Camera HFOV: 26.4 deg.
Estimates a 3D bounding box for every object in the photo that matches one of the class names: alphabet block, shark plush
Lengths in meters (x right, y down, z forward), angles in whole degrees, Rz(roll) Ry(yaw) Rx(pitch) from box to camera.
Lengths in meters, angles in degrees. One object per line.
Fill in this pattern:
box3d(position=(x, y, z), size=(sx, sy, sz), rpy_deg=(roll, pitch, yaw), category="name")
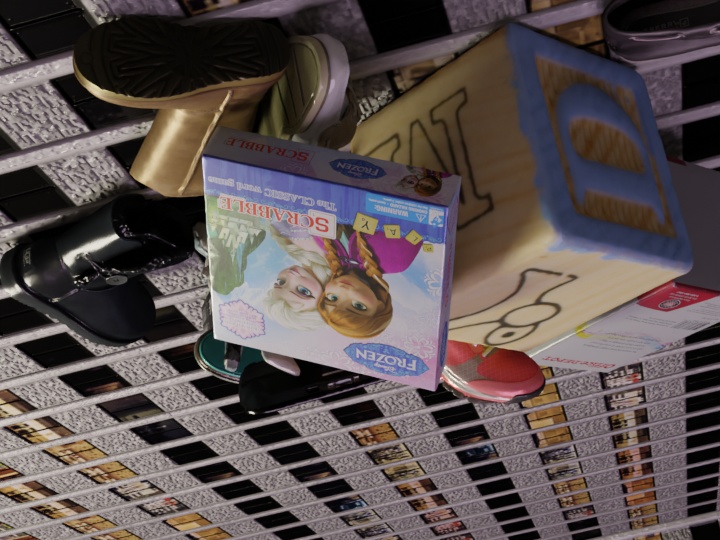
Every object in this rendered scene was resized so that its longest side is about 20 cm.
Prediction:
box3d(position=(0.135, -0.062, 1.313), size=(0.194, 0.199, 0.199), rpy_deg=(13, 149, -42), category="alphabet block")
box3d(position=(-0.098, 0.013, 1.419), size=(0.090, 0.201, 0.084), rpy_deg=(-24, 125, 6), category="shark plush")

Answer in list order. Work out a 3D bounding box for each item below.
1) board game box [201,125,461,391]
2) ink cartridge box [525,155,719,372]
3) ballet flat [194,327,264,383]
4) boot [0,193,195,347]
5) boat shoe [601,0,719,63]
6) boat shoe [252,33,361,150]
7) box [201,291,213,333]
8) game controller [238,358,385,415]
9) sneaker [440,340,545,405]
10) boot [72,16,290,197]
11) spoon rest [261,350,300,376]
box3d(position=(-0.024, -0.006, 1.220), size=(0.198, 0.041, 0.201), rpy_deg=(12, 134, 13), category="board game box")
box3d(position=(0.255, -0.003, 1.506), size=(0.144, 0.146, 0.199), rpy_deg=(9, 150, -42), category="ink cartridge box")
box3d(position=(-0.080, 0.088, 1.612), size=(0.198, 0.068, 0.064), rpy_deg=(-5, 164, -17), category="ballet flat")
box3d(position=(-0.217, 0.003, 1.457), size=(0.167, 0.077, 0.200), rpy_deg=(-19, 151, 29), category="boot")
box3d(position=(0.284, -0.211, 1.195), size=(0.198, 0.068, 0.057), rpy_deg=(-16, 163, 21), category="boat shoe")
box3d(position=(-0.036, -0.135, 1.229), size=(0.068, 0.076, 0.200), rpy_deg=(-7, 167, -18), category="boat shoe")
box3d(position=(-0.057, 0.023, 1.621), size=(0.198, 0.050, 0.158), rpy_deg=(-3, 156, -21), category="box")
box3d(position=(-0.022, 0.096, 1.482), size=(0.198, 0.043, 0.104), rpy_deg=(-16, -158, -4), category="game controller")
box3d(position=(0.086, 0.049, 1.412), size=(0.074, 0.199, 0.087), rpy_deg=(-39, 154, -46), category="sneaker")
box3d(position=(-0.154, -0.118, 1.214), size=(0.173, 0.067, 0.200), rpy_deg=(-2, 158, -21), category="boot")
box3d(position=(-0.036, -0.003, 1.446), size=(0.099, 0.201, 0.061), rpy_deg=(28, -176, -29), category="spoon rest")
